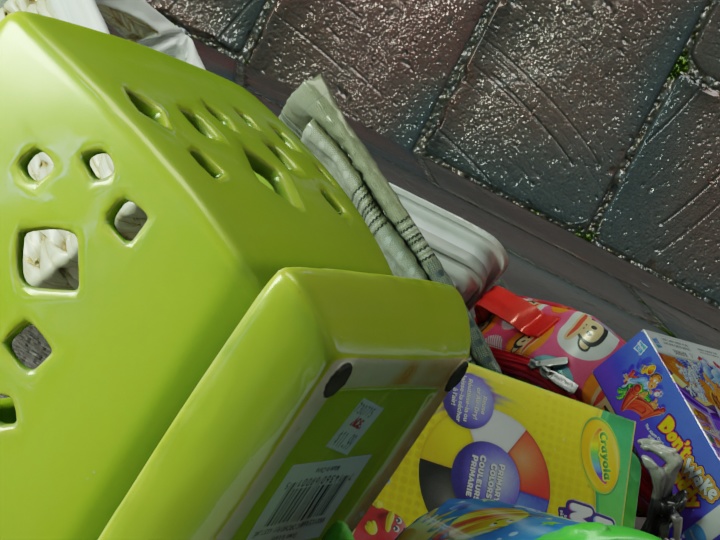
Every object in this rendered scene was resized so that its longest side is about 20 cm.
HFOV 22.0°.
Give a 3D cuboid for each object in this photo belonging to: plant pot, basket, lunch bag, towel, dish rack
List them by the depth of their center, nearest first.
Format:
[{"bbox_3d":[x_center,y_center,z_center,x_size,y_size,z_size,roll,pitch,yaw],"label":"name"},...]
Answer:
[{"bbox_3d":[-0.081,0.038,0.753,0.181,0.200,0.200,38,12,21],"label":"plant pot"},{"bbox_3d":[0.000,0.000,1.058,0.201,0.034,0.193,58,-14,5],"label":"towel"},{"bbox_3d":[-0.150,-0.065,1.086,0.135,0.123,0.201,34,24,-53],"label":"basket"},{"bbox_3d":[0.145,0.081,1.283,0.176,0.082,0.200,47,-10,-14],"label":"lunch bag"},{"bbox_3d":[-0.001,0.006,1.322,0.171,0.044,0.200,25,-30,-6],"label":"dish rack"}]

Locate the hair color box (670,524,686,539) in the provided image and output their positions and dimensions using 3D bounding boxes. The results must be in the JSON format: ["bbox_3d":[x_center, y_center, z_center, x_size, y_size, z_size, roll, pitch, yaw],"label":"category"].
[{"bbox_3d":[0.270,0.225,1.132,0.109,0.065,0.200,23,8,-25],"label":"hair color box"}]

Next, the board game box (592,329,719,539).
[{"bbox_3d":[0.242,0.116,1.155,0.199,0.045,0.135,15,41,-50],"label":"board game box"}]

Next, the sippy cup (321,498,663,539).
[{"bbox_3d":[0.066,0.155,0.756,0.179,0.139,0.130,65,-16,-19],"label":"sippy cup"}]

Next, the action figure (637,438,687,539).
[{"bbox_3d":[0.126,0.144,1.034,0.199,0.103,0.118,34,24,33],"label":"action figure"}]

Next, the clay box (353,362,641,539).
[{"bbox_3d":[0.062,0.112,0.933,0.199,0.116,0.048,19,-24,-18],"label":"clay box"}]

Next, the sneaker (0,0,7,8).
[{"bbox_3d":[-0.282,-0.195,1.195,0.198,0.093,0.076,17,19,8],"label":"sneaker"}]
